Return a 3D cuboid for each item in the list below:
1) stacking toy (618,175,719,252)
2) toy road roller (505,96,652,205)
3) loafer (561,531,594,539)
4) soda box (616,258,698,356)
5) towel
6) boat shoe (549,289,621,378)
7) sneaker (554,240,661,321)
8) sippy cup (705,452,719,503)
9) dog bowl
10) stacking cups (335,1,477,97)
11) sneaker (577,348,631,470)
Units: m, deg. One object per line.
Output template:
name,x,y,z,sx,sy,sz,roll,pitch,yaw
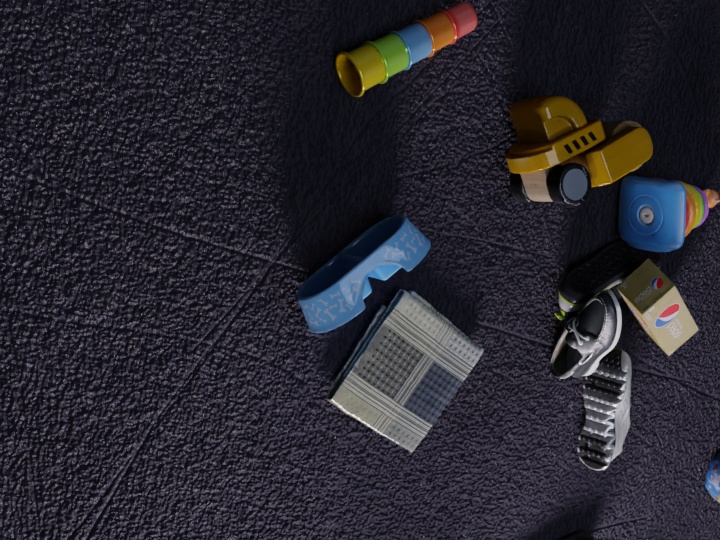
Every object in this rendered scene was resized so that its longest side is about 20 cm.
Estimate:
stacking toy,0.499,-0.100,1.778,0.199,0.115,0.111,-14,109,-42
toy road roller,0.294,-0.184,1.591,0.199,0.123,0.147,-27,107,-23
loafer,0.322,0.494,1.869,0.199,0.071,0.074,-24,117,-24
soda box,0.464,0.061,1.771,0.068,0.064,0.200,-42,145,5
towel,0.063,0.141,1.621,0.200,0.034,0.193,37,88,-37
boat shoe,0.335,0.103,1.705,0.060,0.076,0.201,-11,142,-16
sneaker,0.376,0.020,1.762,0.198,0.072,0.083,-21,139,-24
sippy cup,0.692,0.385,2.028,0.178,0.130,0.140,-50,124,-8
dog bowl,0.000,0.000,1.485,0.200,0.111,0.050,-40,109,-14
stacking cups,0.061,-0.292,1.460,0.199,0.060,0.061,-33,121,-25
sneaker,0.403,0.219,1.837,0.081,0.075,0.202,-9,114,-44
